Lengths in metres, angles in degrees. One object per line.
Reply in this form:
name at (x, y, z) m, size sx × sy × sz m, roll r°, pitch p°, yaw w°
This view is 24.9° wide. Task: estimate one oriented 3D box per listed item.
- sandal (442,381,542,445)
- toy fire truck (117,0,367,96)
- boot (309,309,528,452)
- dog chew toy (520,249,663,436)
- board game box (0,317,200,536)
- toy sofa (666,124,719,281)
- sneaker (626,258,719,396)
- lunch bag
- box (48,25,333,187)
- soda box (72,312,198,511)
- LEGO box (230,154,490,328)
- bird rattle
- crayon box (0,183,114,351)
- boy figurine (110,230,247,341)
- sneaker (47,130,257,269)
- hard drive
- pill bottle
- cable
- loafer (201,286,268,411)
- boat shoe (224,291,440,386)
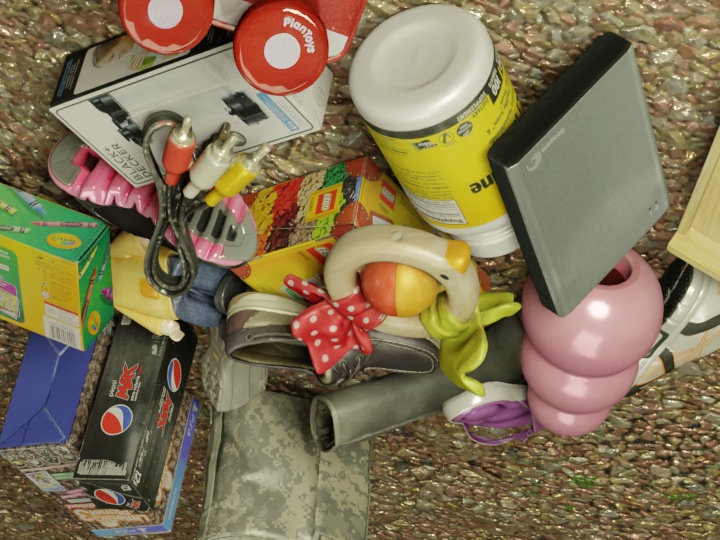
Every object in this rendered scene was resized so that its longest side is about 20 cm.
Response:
sandal at (0.135, 0.141, 1.529) m, size 0.082 × 0.050 × 0.202 m, roll -27°, pitch 161°, yaw 27°
toy fire truck at (-0.078, -0.228, 1.117) m, size 0.199 × 0.112 × 0.169 m, roll 19°, pitch 111°, yaw -10°
boot at (0.059, 0.105, 1.543) m, size 0.198 × 0.073 × 0.182 m, roll -7°, pitch 151°, yaw -19°
dog chew toy at (0.196, 0.068, 1.444) m, size 0.123 × 0.125 × 0.201 m, roll 9°, pitch 133°, yaw 2°
board game box at (-0.272, 0.164, 1.716) m, size 0.096 × 0.160 × 0.200 m, roll -7°, pitch 144°, yaw 26°
toy sofa at (0.313, -0.080, 1.266) m, size 0.082 × 0.098 × 0.201 m, roll 30°, pitch 150°, yaw 15°
sneaker at (0.288, 0.064, 1.484) m, size 0.079 × 0.074 × 0.200 m, roll 15°, pitch 147°, yaw -11°
lunch bag at (-0.089, 0.232, 1.736) m, size 0.167 × 0.201 × 0.139 m, roll 22°, pitch 143°, yaw -23°
box at (-0.136, -0.142, 1.303) m, size 0.199 × 0.060 × 0.117 m, roll -13°, pitch 140°, yaw 32°
soda box at (-0.221, 0.134, 1.618) m, size 0.063 × 0.201 × 0.071 m, roll 1°, pitch 146°, yaw 18°
LEGO box at (0.000, 0.000, 1.463) m, size 0.148 × 0.078 × 0.200 m, roll -15°, pitch 139°, yaw 34°
bird rattle at (0.030, 0.015, 1.340) m, size 0.199 × 0.113 × 0.164 m, roll 16°, pitch 144°, yaw 16°
crayon box at (-0.326, -0.016, 1.490) m, size 0.199 × 0.058 × 0.119 m, roll 20°, pitch 137°, yaw 14°
boy figurine at (-0.199, 0.008, 1.530) m, size 0.199 × 0.065 × 0.125 m, roll 12°, pitch 126°, yaw 19°
sneaker at (-0.177, -0.053, 1.427) m, size 0.199 × 0.079 × 0.096 m, roll 27°, pitch 157°, yaw 10°
hard drive at (0.173, -0.071, 1.264) m, size 0.033 × 0.140 × 0.200 m, roll 35°, pitch 163°, yaw 36°
pill bottle at (0.076, -0.101, 1.258) m, size 0.112 × 0.113 × 0.200 m, roll -5°, pitch 144°, yaw 23°
cable at (-0.149, -0.051, 1.309) m, size 0.097 × 0.051 × 0.201 m, roll 21°, pitch 127°, yaw -12°
loafer at (-0.113, 0.066, 1.620) m, size 0.069 × 0.070 × 0.201 m, roll -18°, pitch 151°, yaw -25°
boat shoe at (-0.025, 0.071, 1.446) m, size 0.198 × 0.065 × 0.072 m, roll 12°, pitch 146°, yaw -2°
